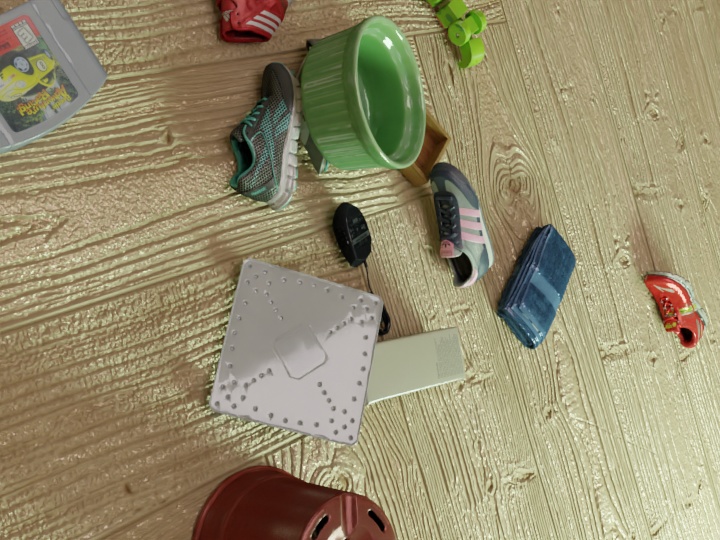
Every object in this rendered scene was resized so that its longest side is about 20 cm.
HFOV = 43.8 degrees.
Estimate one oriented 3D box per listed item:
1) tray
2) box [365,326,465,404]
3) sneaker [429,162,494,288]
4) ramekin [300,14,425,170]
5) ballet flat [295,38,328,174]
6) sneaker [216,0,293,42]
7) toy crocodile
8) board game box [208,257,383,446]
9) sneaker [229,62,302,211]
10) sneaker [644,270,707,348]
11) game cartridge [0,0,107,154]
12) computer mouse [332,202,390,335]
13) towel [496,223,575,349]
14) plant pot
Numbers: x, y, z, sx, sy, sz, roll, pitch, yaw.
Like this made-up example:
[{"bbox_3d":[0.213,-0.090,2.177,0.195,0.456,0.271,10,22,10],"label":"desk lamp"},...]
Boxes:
[{"bbox_3d":[0.051,-0.235,1.371,0.200,0.037,0.099,46,56,-25],"label":"tray"},{"bbox_3d":[0.057,0.136,1.285,0.197,0.068,0.084,-6,85,-40],"label":"box"},{"bbox_3d":[0.147,-0.065,1.381,0.082,0.069,0.202,-44,120,-35],"label":"sneaker"},{"bbox_3d":[0.003,-0.233,1.214,0.199,0.096,0.205,17,70,-58],"label":"ramekin"},{"bbox_3d":[-0.067,-0.234,1.266,0.062,0.067,0.204,9,74,-9],"label":"ballet flat"},{"bbox_3d":[-0.177,-0.382,1.183,0.199,0.078,0.117,33,61,-29],"label":"sneaker"},{"bbox_3d":[0.147,-0.432,1.477,0.067,0.061,0.202,-40,103,-36],"label":"toy crocodile"},{"bbox_3d":[-0.081,0.107,1.160,0.196,0.026,0.204,16,70,-13],"label":"board game box"},{"bbox_3d":[-0.130,-0.186,1.189,0.090,0.077,0.204,9,74,-34],"label":"sneaker"},{"bbox_3d":[0.620,0.079,1.761,0.200,0.076,0.086,44,63,-24],"label":"sneaker"},{"bbox_3d":[-0.385,-0.215,1.006,0.200,0.040,0.135,-45,114,-36],"label":"game cartridge"},{"bbox_3d":[0.000,0.000,1.293,0.058,0.034,0.204,-30,107,-56],"label":"computer mouse"},{"bbox_3d":[0.306,0.026,1.525,0.112,0.048,0.202,46,56,-25],"label":"towel"},{"bbox_3d":[-0.069,0.338,1.060,0.198,0.194,0.205,8,77,-38],"label":"plant pot"}]
